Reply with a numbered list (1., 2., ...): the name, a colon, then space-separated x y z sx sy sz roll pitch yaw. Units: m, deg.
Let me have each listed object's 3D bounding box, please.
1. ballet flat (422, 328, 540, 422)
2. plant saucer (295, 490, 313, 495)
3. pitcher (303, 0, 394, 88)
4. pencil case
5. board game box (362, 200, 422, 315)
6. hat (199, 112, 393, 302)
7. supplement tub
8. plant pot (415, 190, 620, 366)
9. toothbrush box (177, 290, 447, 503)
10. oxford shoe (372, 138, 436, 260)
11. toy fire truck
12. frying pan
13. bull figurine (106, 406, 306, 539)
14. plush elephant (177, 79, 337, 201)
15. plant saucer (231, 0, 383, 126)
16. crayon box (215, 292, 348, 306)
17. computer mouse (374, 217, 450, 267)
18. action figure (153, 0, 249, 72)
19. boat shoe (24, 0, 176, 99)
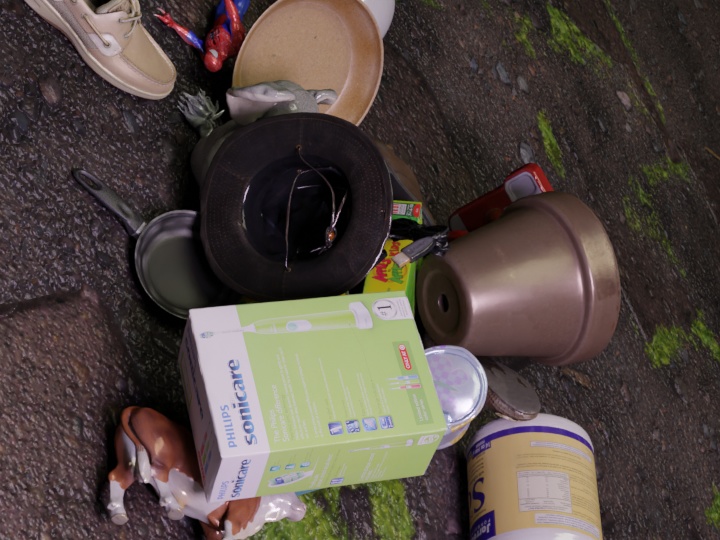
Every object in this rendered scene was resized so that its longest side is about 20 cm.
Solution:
1. ballet flat: 0.131 0.120 1.563 0.067 0.047 0.200 5 23 -38
2. plant saucer: -0.017 0.193 1.371 0.200 0.070 0.019 -5 62 -54
3. pitcher: -0.027 -0.276 1.675 0.200 0.121 0.172 -58 135 -41
4. pencil case: 0.084 0.135 1.447 0.200 0.083 0.091 91 -5 -78
5. board game box: 0.034 0.027 1.532 0.201 0.047 0.102 -78 168 -45
6. hat: -0.052 -0.057 1.333 0.202 0.200 0.081 69 17 12
7. supplement tub: 0.190 0.274 1.519 0.145 0.145 0.201 33 43 -35
8. plant pot: 0.163 0.022 1.548 0.174 0.200 0.201 -12 74 -29
9. toothbrush box: -0.044 0.106 1.196 0.199 0.086 0.146 -4 55 -20
10. oxford shoe: 0.056 -0.075 1.660 0.201 0.072 0.084 61 32 0
11. toy fire truck: 0.198 -0.013 1.715 0.201 0.168 0.112 59 34 -2
12. frying pan: -0.196 -0.014 1.317 0.189 0.031 0.116 19 59 -19
13. bull figurine: -0.135 0.195 1.209 0.200 0.065 0.122 34 31 -25
14. plush elephant: -0.089 -0.125 1.427 0.164 0.154 0.201 -20 83 -56
15. plant saucer: -0.065 -0.223 1.548 0.200 0.201 0.035 22 9 -44
16. crayon box: -0.074 0.084 1.321 0.051 0.126 0.201 61 21 -53
17. computer mouse: 0.000 0.000 1.433 0.199 0.140 0.046 -23 106 -25
18. action figure: -0.162 -0.302 1.544 0.099 0.065 0.201 45 35 -34
19. boat shoe: -0.253 -0.250 1.383 0.200 0.065 0.072 42 38 -26
